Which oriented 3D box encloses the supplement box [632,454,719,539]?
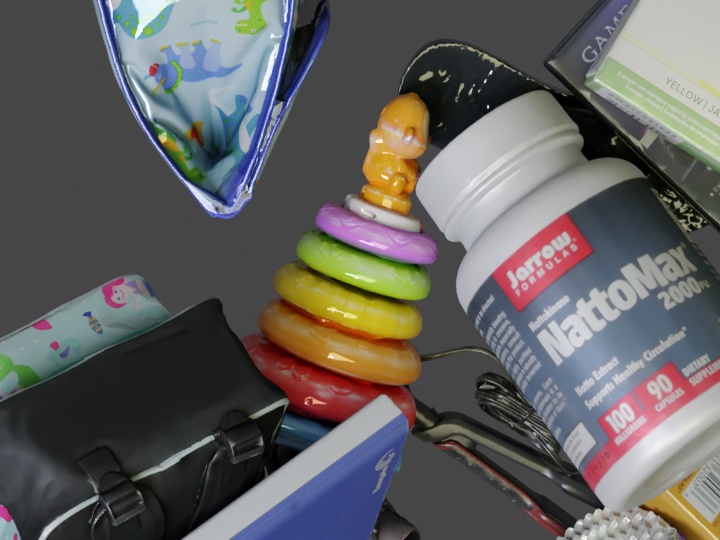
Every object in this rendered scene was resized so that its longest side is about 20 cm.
[{"bbox_3d":[0.222,0.154,1.642,0.200,0.066,0.069,46,68,-9],"label":"supplement box"}]

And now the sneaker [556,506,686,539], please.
[{"bbox_3d":[0.140,0.197,1.664,0.099,0.070,0.200,31,144,-18],"label":"sneaker"}]

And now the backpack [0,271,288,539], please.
[{"bbox_3d":[-0.139,0.113,1.538,0.177,0.151,0.201,-28,150,-29],"label":"backpack"}]

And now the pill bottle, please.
[{"bbox_3d":[0.120,0.012,1.555,0.119,0.120,0.200,-38,75,8],"label":"pill bottle"}]

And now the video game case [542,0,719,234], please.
[{"bbox_3d":[0.217,-0.095,1.608,0.200,0.019,0.143,43,83,-1],"label":"video game case"}]

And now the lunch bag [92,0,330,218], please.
[{"bbox_3d":[-0.079,-0.141,1.543,0.126,0.170,0.202,-5,105,0],"label":"lunch bag"}]

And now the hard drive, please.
[{"bbox_3d":[-0.065,0.154,1.523,0.200,0.132,0.025,-35,69,-28],"label":"hard drive"}]

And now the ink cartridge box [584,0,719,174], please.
[{"bbox_3d":[0.230,-0.144,1.579,0.145,0.048,0.201,32,87,-2],"label":"ink cartridge box"}]

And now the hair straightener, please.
[{"bbox_3d":[0.104,0.098,1.689,0.199,0.041,0.077,36,101,-6],"label":"hair straightener"}]

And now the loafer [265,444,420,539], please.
[{"bbox_3d":[0.023,0.167,1.659,0.063,0.072,0.201,-36,79,25],"label":"loafer"}]

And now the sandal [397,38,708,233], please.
[{"bbox_3d":[0.114,-0.065,1.633,0.199,0.048,0.076,17,104,-6],"label":"sandal"}]

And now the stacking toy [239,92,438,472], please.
[{"bbox_3d":[0.000,0.000,1.623,0.109,0.116,0.201,18,97,-7],"label":"stacking toy"}]
